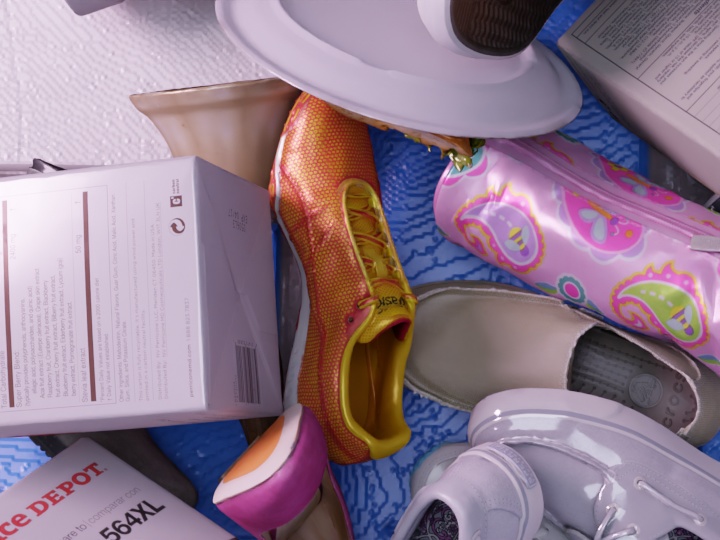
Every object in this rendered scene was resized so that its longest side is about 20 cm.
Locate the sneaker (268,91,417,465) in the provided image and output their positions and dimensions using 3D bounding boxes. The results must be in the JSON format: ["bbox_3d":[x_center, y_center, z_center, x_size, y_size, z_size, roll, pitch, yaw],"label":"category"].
[{"bbox_3d":[0.000,0.000,0.897,0.077,0.072,0.203,-6,91,46],"label":"sneaker"}]

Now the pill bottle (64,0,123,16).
[{"bbox_3d":[-0.080,-0.218,0.932,0.198,0.114,0.115,-19,84,4],"label":"pill bottle"}]

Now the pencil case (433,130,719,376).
[{"bbox_3d":[0.137,-0.015,0.887,0.199,0.087,0.088,28,88,24],"label":"pencil case"}]

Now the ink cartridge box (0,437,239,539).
[{"bbox_3d":[-0.110,0.187,0.815,0.199,0.146,0.085,30,123,18],"label":"ink cartridge box"}]

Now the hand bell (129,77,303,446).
[{"bbox_3d":[-0.064,-0.003,0.939,0.103,0.104,0.203,-6,96,5],"label":"hand bell"}]

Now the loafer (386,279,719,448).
[{"bbox_3d":[0.103,0.049,0.916,0.197,0.068,0.077,11,86,6],"label":"loafer"}]

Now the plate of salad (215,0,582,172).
[{"bbox_3d":[0.019,-0.109,0.890,0.198,0.200,0.049,19,119,6],"label":"plate of salad"}]

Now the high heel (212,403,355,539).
[{"bbox_3d":[-0.025,0.126,0.856,0.096,0.200,0.067,44,72,1],"label":"high heel"}]

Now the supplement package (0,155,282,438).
[{"bbox_3d":[-0.151,0.020,0.849,0.197,0.121,0.121,-5,83,15],"label":"supplement package"}]

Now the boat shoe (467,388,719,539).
[{"bbox_3d":[0.143,0.128,0.872,0.199,0.069,0.072,30,132,-12],"label":"boat shoe"}]

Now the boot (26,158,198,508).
[{"bbox_3d":[-0.140,0.037,0.940,0.200,0.068,0.131,40,92,9],"label":"boot"}]

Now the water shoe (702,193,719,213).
[{"bbox_3d":[0.258,-0.046,0.911,0.200,0.079,0.072,-41,79,27],"label":"water shoe"}]

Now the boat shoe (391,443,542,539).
[{"bbox_3d":[0.028,0.176,0.863,0.072,0.068,0.201,47,129,23],"label":"boat shoe"}]

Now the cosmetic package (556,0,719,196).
[{"bbox_3d":[0.198,-0.095,0.858,0.103,0.200,0.073,-44,128,3],"label":"cosmetic package"}]

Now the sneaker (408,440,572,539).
[{"bbox_3d":[0.105,0.167,0.901,0.200,0.081,0.077,44,92,8],"label":"sneaker"}]

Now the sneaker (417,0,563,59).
[{"bbox_3d":[0.060,-0.160,0.888,0.084,0.200,0.074,13,115,23],"label":"sneaker"}]
